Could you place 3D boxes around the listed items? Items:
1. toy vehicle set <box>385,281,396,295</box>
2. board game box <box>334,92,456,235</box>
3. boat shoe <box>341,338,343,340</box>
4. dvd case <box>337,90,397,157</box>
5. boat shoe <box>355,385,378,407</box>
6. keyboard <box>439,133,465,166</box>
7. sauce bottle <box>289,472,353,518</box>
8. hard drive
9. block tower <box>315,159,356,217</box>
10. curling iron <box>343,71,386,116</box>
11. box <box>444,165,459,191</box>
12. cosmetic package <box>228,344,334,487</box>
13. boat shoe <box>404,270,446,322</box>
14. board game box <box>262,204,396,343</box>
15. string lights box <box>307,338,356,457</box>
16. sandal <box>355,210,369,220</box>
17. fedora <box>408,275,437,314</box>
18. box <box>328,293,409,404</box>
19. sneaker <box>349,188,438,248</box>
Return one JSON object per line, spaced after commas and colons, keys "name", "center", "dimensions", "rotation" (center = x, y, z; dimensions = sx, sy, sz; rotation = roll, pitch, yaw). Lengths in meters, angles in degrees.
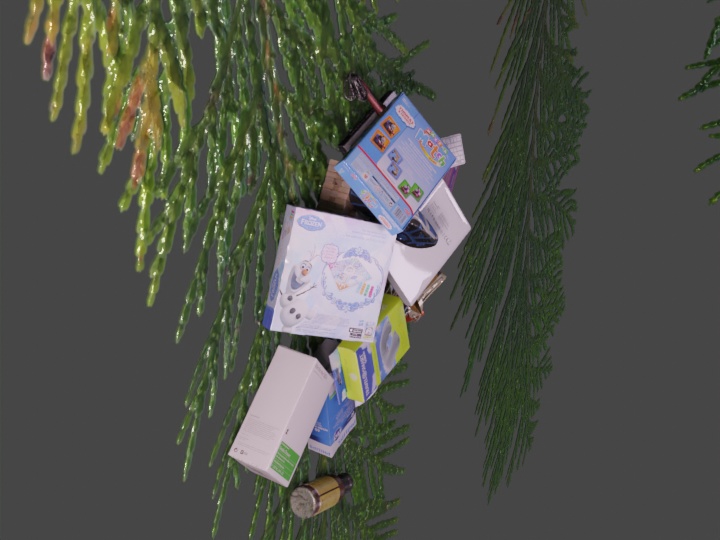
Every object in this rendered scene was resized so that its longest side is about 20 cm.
{"name": "toy vehicle set", "center": [0.066, 0.015, 1.884], "dimensions": [0.201, 0.026, 0.125], "rotation": [-57, 151, -35]}
{"name": "board game box", "center": [0.063, -0.180, 1.501], "dimensions": [0.152, 0.036, 0.201], "rotation": [48, 55, -14]}
{"name": "boat shoe", "center": [-0.012, 0.126, 1.719], "dimensions": [0.201, 0.070, 0.077], "rotation": [63, 34, -44]}
{"name": "dvd case", "center": [0.059, -0.194, 1.610], "dimensions": [0.151, 0.025, 0.201], "rotation": [-49, 122, -22]}
{"name": "boat shoe", "center": [0.010, 0.198, 1.839], "dimensions": [0.063, 0.071, 0.201], "rotation": [62, 39, -24]}
{"name": "keyboard", "center": [0.116, -0.203, 1.631], "dimensions": [0.198, 0.011, 0.057], "rotation": [-19, 108, -35]}
{"name": "sauce bottle", "center": [-0.071, 0.443, 1.789], "dimensions": [0.199, 0.064, 0.066], "rotation": [6, 99, -65]}
{"name": "hard drive", "center": [0.115, -0.054, 1.646], "dimensions": [0.201, 0.026, 0.133], "rotation": [-51, 125, -22]}
{"name": "block tower", "center": [-0.047, -0.083, 1.540], "dimensions": [0.058, 0.053, 0.204], "rotation": [17, 89, -67]}
{"name": "curling iron", "center": [0.036, -0.262, 1.549], "dimensions": [0.200, 0.025, 0.050], "rotation": [45, 57, -32]}
{"name": "box", "center": [0.108, -0.170, 1.779], "dimensions": [0.200, 0.095, 0.179], "rotation": [23, 83, -66]}
{"name": "cosmetic package", "center": [-0.131, 0.244, 1.512], "dimensions": [0.203, 0.084, 0.108], "rotation": [-65, 154, -18]}
{"name": "boat shoe", "center": [0.116, 0.073, 1.954], "dimensions": [0.201, 0.062, 0.071], "rotation": [-57, 178, -22]}
{"name": "board game box", "center": [-0.048, 0.008, 1.478], "dimensions": [0.197, 0.043, 0.203], "rotation": [10, 97, -31]}
{"name": "string lights box", "center": [-0.059, 0.244, 1.702], "dimensions": [0.103, 0.058, 0.203], "rotation": [-48, 145, -45]}
{"name": "sandal", "center": [-0.004, -0.131, 1.622], "dimensions": [0.203, 0.049, 0.083], "rotation": [-52, 134, -20]}
{"name": "fedora", "center": [0.093, -0.017, 1.734], "dimensions": [0.081, 0.203, 0.201], "rotation": [-28, 152, 5]}
{"name": "box", "center": [0.020, 0.149, 1.677], "dimensions": [0.200, 0.047, 0.124], "rotation": [-46, 136, -42]}
{"name": "sneaker", "center": [0.069, -0.109, 1.549], "dimensions": [0.199, 0.075, 0.078], "rotation": [39, 55, -32]}
